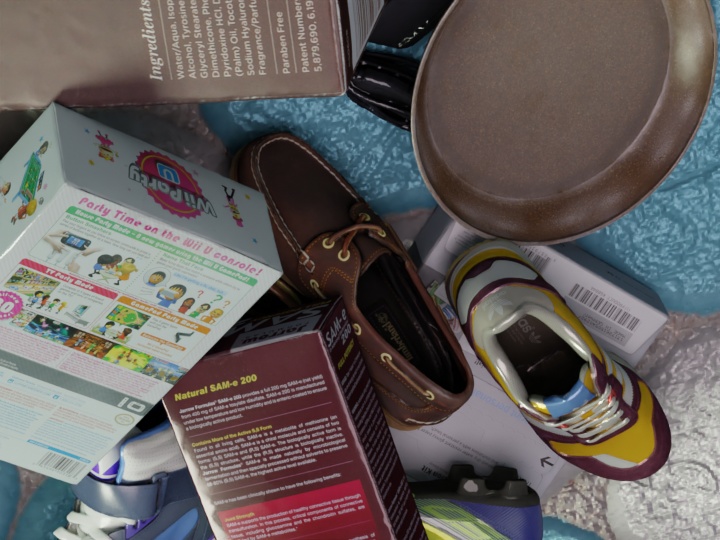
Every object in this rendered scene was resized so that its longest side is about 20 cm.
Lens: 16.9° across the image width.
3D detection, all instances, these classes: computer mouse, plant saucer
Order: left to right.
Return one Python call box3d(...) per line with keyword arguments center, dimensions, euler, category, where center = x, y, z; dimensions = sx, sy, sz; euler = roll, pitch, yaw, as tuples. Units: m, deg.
box3d(center=(0.032, -0.179, 1.387), dimensions=(0.138, 0.053, 0.201), euler=(28, 108, -16), category="computer mouse")
box3d(center=(0.114, -0.110, 1.412), dimensions=(0.199, 0.032, 0.201), euler=(-12, 121, -21), category="plant saucer")

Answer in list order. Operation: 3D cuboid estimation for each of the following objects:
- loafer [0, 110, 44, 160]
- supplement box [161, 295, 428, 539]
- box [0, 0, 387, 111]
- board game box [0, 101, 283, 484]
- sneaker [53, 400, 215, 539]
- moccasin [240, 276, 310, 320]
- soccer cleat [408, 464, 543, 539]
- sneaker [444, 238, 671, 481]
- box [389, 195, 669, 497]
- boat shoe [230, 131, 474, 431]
box3d(center=(-0.186, -0.058, 1.354), dimensions=(0.070, 0.070, 0.200), euler=(-36, 104, 5), category="loafer")
box3d(center=(-0.033, 0.125, 1.402), dimensions=(0.108, 0.061, 0.201), euler=(-14, 107, 18), category="supplement box")
box3d(center=(-0.097, -0.191, 1.285), dimensions=(0.199, 0.166, 0.165), euler=(-2, 115, 10), category="box")
box3d(center=(-0.161, 0.018, 1.319), dimensions=(0.147, 0.065, 0.200), euler=(23, 127, -36), category="board game box")
box3d(center=(-0.162, 0.152, 1.451), dimensions=(0.200, 0.080, 0.147), euler=(-43, 138, -24), category="sneaker")
box3d(center=(-0.121, -0.002, 1.435), dimensions=(0.201, 0.078, 0.074), euler=(27, 111, -16), category="moccasin")
box3d(center=(0.014, 0.163, 1.482), dimensions=(0.199, 0.065, 0.084), euler=(1, 99, -6), category="soccer cleat")
box3d(center=(0.123, 0.073, 1.437), dimensions=(0.075, 0.090, 0.200), euler=(-40, 118, 11), category="sneaker")
box3d(center=(0.072, 0.065, 1.505), dimensions=(0.155, 0.041, 0.201), euler=(28, 107, -16), category="box")
box3d(center=(0.000, 0.000, 1.420), dimensions=(0.070, 0.070, 0.200), euler=(-37, 91, -27), category="boat shoe")
